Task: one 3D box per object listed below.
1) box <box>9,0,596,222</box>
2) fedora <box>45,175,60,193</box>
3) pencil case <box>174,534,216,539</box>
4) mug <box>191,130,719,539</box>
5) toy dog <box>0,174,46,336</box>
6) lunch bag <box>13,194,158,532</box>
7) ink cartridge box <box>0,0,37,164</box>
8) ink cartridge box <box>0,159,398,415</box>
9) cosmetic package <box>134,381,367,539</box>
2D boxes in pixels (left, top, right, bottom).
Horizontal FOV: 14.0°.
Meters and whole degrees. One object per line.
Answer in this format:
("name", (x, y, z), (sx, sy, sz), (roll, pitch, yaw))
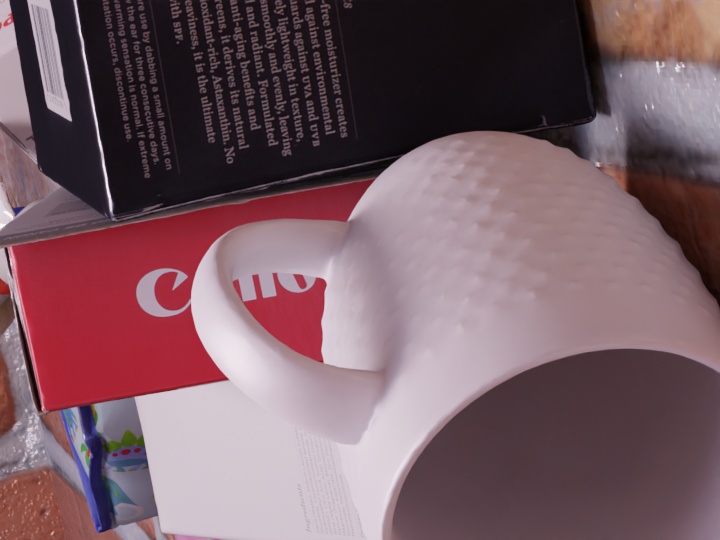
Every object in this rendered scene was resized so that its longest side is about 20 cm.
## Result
("box", (-0.033, -0.107, 1.198), (0.200, 0.197, 0.124), (-153, 52, -73))
("fedora", (-0.084, -0.086, 1.615), (0.199, 0.178, 0.090), (7, 152, 44))
("pencil case", (-0.062, 0.090, 1.499), (0.088, 0.087, 0.201), (100, 157, -61))
("mug", (0.035, 0.029, 1.058), (0.176, 0.199, 0.148), (-111, 37, -53))
("toy dog", (-0.190, -0.019, 1.587), (0.199, 0.097, 0.132), (6, 145, 40))
("lunch bag", (-0.101, 0.025, 1.693), (0.128, 0.169, 0.201), (91, 162, -52))
("ink cartridge box", (-0.149, -0.176, 1.608), (0.084, 0.144, 0.201), (45, -159, -40))
("ink cartridge box", (-0.041, -0.003, 1.223), (0.176, 0.199, 0.084), (-53, -48, -77))
("cosmetic package", (0.001, 0.069, 1.282), (0.199, 0.112, 0.082), (0, 104, 51))
